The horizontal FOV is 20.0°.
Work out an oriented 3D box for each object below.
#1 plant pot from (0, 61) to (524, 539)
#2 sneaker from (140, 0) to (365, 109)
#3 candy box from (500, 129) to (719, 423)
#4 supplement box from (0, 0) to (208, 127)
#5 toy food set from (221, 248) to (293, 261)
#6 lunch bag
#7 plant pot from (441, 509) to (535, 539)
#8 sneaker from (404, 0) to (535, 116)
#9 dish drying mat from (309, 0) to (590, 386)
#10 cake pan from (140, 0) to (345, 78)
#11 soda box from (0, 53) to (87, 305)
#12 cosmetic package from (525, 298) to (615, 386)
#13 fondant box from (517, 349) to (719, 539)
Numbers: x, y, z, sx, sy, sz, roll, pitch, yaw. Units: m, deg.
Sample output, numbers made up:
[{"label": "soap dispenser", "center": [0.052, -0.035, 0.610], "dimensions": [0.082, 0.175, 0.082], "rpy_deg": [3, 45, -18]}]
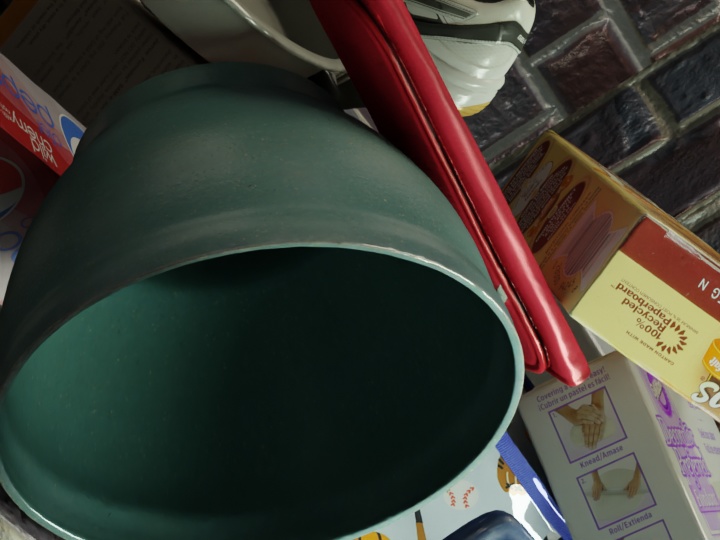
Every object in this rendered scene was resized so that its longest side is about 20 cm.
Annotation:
[{"label": "plant pot", "center": [-0.048, 0.005, 0.796], "dimensions": [0.200, 0.200, 0.134], "rpy_deg": [48, 22, -48]}, {"label": "sneaker", "center": [-0.031, -0.110, 1.133], "dimensions": [0.200, 0.075, 0.116], "rpy_deg": [20, 24, -46]}, {"label": "candy box", "center": [0.130, 0.006, 0.904], "dimensions": [0.115, 0.055, 0.200], "rpy_deg": [36, 8, -13]}, {"label": "supplement box", "center": [-0.100, -0.082, 1.144], "dimensions": [0.200, 0.074, 0.126], "rpy_deg": [41, 5, 12]}, {"label": "toy food set", "center": [0.000, 0.000, 0.972], "dimensions": [0.200, 0.143, 0.061], "rpy_deg": [58, 30, -69]}, {"label": "lunch bag", "center": [0.016, 0.113, 0.944], "dimensions": [0.200, 0.170, 0.124], "rpy_deg": [47, 18, -42]}, {"label": "plant pot", "center": [0.036, 0.210, 0.657], "dimensions": [0.200, 0.200, 0.180], "rpy_deg": [54, 2, -26]}, {"label": "sneaker", "center": [0.007, -0.174, 1.105], "dimensions": [0.200, 0.088, 0.076], "rpy_deg": [36, 20, -1]}, {"label": "dish drying mat", "center": [0.031, -0.039, 0.808], "dimensions": [0.077, 0.018, 0.200], "rpy_deg": [35, -22, 57]}, {"label": "cake pan", "center": [-0.080, -0.165, 0.985], "dimensions": [0.200, 0.037, 0.200], "rpy_deg": [44, 19, -20]}, {"label": "soda box", "center": [-0.156, -0.041, 0.853], "dimensions": [0.063, 0.070, 0.200], "rpy_deg": [64, 10, 31]}, {"label": "cosmetic package", "center": [0.047, 0.088, 1.116], "dimensions": [0.071, 0.200, 0.101], "rpy_deg": [62, 8, 24]}, {"label": "fondant box", "center": [0.151, 0.140, 0.922], "dimensions": [0.200, 0.058, 0.144], "rpy_deg": [67, 16, 14]}]
